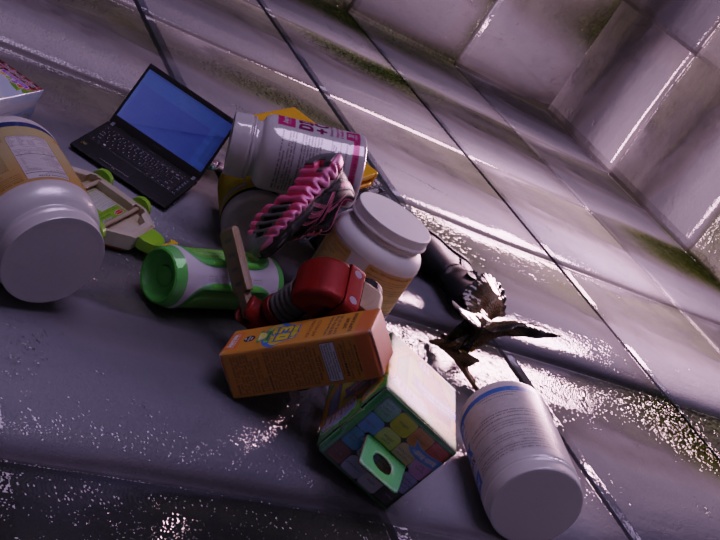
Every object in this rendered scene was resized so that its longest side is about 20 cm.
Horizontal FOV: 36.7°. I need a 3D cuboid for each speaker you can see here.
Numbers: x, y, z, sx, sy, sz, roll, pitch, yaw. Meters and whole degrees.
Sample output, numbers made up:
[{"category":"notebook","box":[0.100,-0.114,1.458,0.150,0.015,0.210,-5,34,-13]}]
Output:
[{"category":"speaker","box":[-0.196,0.012,1.459,0.200,0.089,0.088,5,35,-51]}]

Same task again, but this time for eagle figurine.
[{"category":"eagle figurine","box":[0.216,0.091,1.803,0.152,0.200,0.151,64,-24,-8]}]

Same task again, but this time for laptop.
[{"category":"laptop","box":[-0.320,-0.214,1.707,0.177,0.103,0.200,34,28,0]}]

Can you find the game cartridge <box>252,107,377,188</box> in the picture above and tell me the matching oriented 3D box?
[{"category":"game cartridge","box":[-0.092,-0.193,1.778,0.200,0.033,0.176,39,31,19]}]

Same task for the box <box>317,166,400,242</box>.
[{"category":"box","box":[-0.004,-0.089,1.806,0.158,0.051,0.200,51,35,13]}]

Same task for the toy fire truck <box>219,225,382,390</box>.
[{"category":"toy fire truck","box":[-0.091,0.028,1.389,0.200,0.176,0.129,38,39,-22]}]

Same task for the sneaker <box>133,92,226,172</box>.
[{"category":"sneaker","box":[-0.283,-0.228,1.821,0.199,0.088,0.074,18,9,-35]}]

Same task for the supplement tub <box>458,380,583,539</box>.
[{"category":"supplement tub","box":[0.213,0.254,1.471,0.132,0.132,0.200,26,23,-19]}]

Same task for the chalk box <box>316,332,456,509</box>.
[{"category":"chalk box","box":[0.034,0.191,1.326,0.124,0.124,0.200,44,18,-14]}]

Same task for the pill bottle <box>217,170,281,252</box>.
[{"category":"pill bottle","box":[-0.170,-0.114,1.724,0.112,0.113,0.200,25,23,-22]}]

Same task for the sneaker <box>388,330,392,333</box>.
[{"category":"sneaker","box":[0.031,0.134,1.542,0.071,0.073,0.200,33,21,6]}]

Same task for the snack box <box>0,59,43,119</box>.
[{"category":"snack box","box":[-0.584,-0.279,1.545,0.200,0.068,0.169,35,21,5]}]

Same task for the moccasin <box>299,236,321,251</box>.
[{"category":"moccasin","box":[-0.046,-0.054,1.824,0.200,0.081,0.068,40,27,18]}]

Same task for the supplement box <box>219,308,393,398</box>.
[{"category":"supplement box","box":[-0.066,0.101,1.314,0.067,0.199,0.069,-63,138,-63]}]

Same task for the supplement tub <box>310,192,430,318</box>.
[{"category":"supplement tub","box":[0.000,0.000,1.607,0.144,0.200,0.145,29,22,-13]}]

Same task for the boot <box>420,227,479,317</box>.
[{"category":"boot","box":[0.157,0.005,1.989,0.200,0.077,0.168,28,17,-31]}]

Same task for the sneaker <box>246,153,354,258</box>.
[{"category":"sneaker","box":[-0.076,-0.074,1.519,0.079,0.200,0.096,10,-41,46]}]

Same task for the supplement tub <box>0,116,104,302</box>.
[{"category":"supplement tub","box":[-0.393,-0.071,1.272,0.144,0.145,0.200,10,32,-46]}]

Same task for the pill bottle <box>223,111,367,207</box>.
[{"category":"pill bottle","box":[-0.098,-0.168,1.618,0.199,0.114,0.113,12,26,-10]}]

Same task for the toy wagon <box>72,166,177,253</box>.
[{"category":"toy wagon","box":[-0.345,-0.075,1.494,0.200,0.040,0.155,36,22,3]}]
